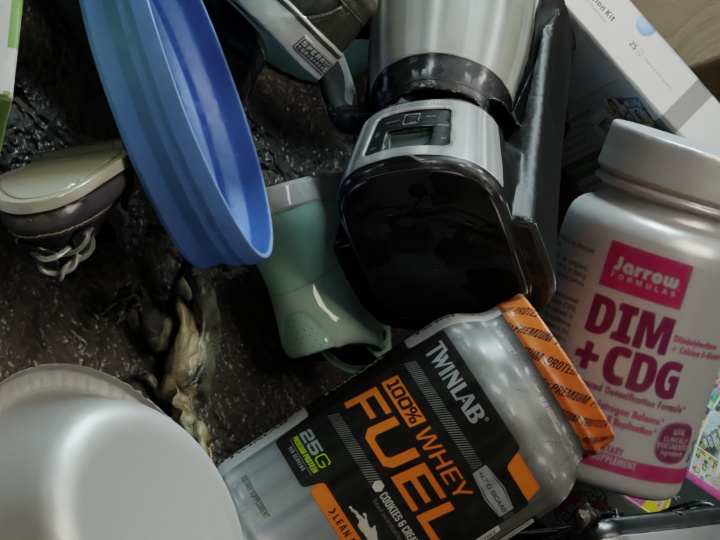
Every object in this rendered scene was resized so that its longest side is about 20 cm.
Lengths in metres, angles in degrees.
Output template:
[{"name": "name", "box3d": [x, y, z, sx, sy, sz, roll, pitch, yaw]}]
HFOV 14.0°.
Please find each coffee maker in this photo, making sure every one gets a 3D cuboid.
[{"name": "coffee maker", "box3d": [0.067, -0.067, 1.678, 0.192, 0.134, 0.201, 39, 42, -33]}]

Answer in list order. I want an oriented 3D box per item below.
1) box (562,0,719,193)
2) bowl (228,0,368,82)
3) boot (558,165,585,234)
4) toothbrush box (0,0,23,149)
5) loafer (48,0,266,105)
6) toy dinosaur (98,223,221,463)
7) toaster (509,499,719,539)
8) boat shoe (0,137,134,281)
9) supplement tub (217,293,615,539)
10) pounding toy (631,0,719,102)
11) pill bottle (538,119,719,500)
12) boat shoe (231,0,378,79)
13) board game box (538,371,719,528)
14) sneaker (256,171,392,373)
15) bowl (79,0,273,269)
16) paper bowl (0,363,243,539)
[{"name": "box", "box3d": [0.138, -0.118, 1.808, 0.200, 0.156, 0.041, 47, 69, -6]}, {"name": "bowl", "box3d": [-0.013, -0.228, 1.814, 0.200, 0.105, 0.202, 26, 52, -39]}, {"name": "boot", "box3d": [0.116, -0.034, 1.905, 0.166, 0.072, 0.201, -21, 84, -46]}, {"name": "toothbrush box", "box3d": [-0.214, -0.098, 1.424, 0.086, 0.200, 0.146, 8, 60, -11]}, {"name": "loafer", "box3d": [-0.132, -0.145, 1.658, 0.200, 0.073, 0.073, 37, 51, -31]}, {"name": "toy dinosaur", "box3d": [-0.099, 0.020, 1.631, 0.088, 0.047, 0.201, 55, 33, -43]}, {"name": "toaster", "box3d": [0.126, 0.205, 1.690, 0.200, 0.180, 0.119, 1, 73, -50]}, {"name": "boat shoe", "box3d": [-0.147, -0.029, 1.528, 0.200, 0.072, 0.063, -87, 167, -82]}, {"name": "supplement tub", "box3d": [0.030, 0.106, 1.596, 0.123, 0.200, 0.123, 56, -1, 1]}, {"name": "pounding toy", "box3d": [0.245, -0.199, 2.062, 0.184, 0.199, 0.143, 15, 59, -62]}, {"name": "pill bottle", "box3d": [0.160, 0.022, 1.701, 0.113, 0.113, 0.201, 9, 100, -47]}, {"name": "boat shoe", "box3d": [-0.059, -0.185, 1.694, 0.200, 0.064, 0.071, 45, 2, 37]}, {"name": "board game box", "box3d": [0.168, 0.107, 1.840, 0.200, 0.064, 0.148, 33, 45, -8]}, {"name": "sneaker", "box3d": [0.000, 0.000, 1.738, 0.200, 0.074, 0.119, -15, 90, -57]}, {"name": "bowl", "box3d": [-0.099, -0.094, 1.555, 0.201, 0.039, 0.201, -20, 90, -83]}, {"name": "paper bowl", "box3d": [-0.137, 0.144, 1.476, 0.200, 0.104, 0.201, 27, 51, -39]}]
